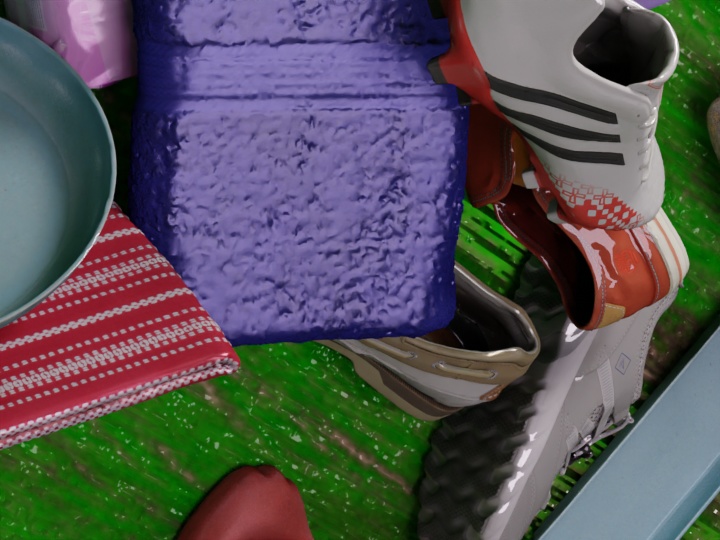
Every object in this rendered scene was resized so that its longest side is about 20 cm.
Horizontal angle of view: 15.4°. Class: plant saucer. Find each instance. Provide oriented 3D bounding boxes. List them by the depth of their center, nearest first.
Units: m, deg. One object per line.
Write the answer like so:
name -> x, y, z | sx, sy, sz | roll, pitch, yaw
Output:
plant saucer -> -0.194, -0.034, 1.029 | 0.199, 0.200, 0.028 | -20, 142, -24
plant saucer -> 0.165, 0.086, 1.353 | 0.200, 0.019, 0.070 | -49, 121, -12

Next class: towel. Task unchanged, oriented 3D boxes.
towel -> -0.155, 0.002, 1.046 | 0.144, 0.200, 0.023 | -18, 133, -26
towel -> -0.026, -0.071, 1.098 | 0.147, 0.050, 0.202 | -2, 104, -17

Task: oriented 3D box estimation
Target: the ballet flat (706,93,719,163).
ballet flat -> 0.239, -0.014, 1.330 | 0.200, 0.068, 0.068 | 41, 42, -32

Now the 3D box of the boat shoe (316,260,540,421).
boat shoe -> 0.000, 0.000, 1.192 | 0.200, 0.068, 0.075 | 31, 50, -39

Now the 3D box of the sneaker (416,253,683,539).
sneaker -> 0.098, 0.070, 1.276 | 0.082, 0.075, 0.201 | 30, 86, -30

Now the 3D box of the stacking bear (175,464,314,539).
stacking bear -> -0.006, 0.183, 1.170 | 0.114, 0.200, 0.122 | -46, 120, -12

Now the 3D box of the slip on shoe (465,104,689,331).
slip on shoe -> 0.070, -0.058, 1.206 | 0.061, 0.074, 0.200 | -40, 99, -18

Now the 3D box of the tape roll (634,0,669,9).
tape roll -> 0.093, -0.218, 1.197 | 0.199, 0.085, 0.202 | -8, 106, -29

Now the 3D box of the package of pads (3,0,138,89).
package of pads -> -0.097, -0.185, 1.100 | 0.120, 0.076, 0.201 | -17, 110, -24

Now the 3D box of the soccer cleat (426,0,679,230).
soccer cleat -> 0.099, -0.071, 1.095 | 0.200, 0.085, 0.069 | 40, 44, -53
